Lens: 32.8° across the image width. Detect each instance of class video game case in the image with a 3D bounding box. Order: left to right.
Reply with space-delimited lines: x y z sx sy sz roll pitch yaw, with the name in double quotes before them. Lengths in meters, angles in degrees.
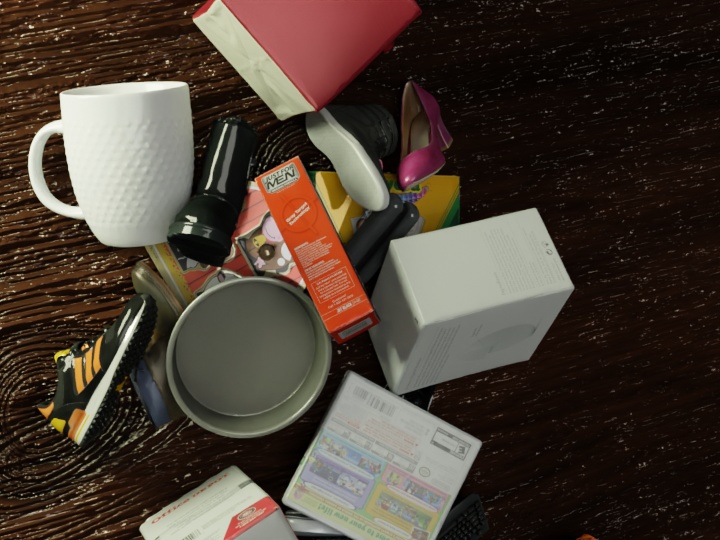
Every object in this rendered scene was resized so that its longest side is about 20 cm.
"video game case" 0.028 0.251 1.528 0.199 0.022 0.183 29 83 -12

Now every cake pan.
"cake pan" -0.134 0.100 1.455 0.198 0.037 0.202 -5 107 -15

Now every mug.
"mug" -0.290 -0.122 1.420 0.198 0.148 0.177 -1 104 9

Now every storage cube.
"storage cube" -0.067 -0.304 1.462 0.180 0.171 0.200 -44 105 -11

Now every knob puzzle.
"knob puzzle" -0.143 -0.020 1.488 0.217 0.030 0.222 0 92 -3

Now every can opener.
"can opener" 0.000 0.000 1.490 0.053 0.067 0.200 28 114 -29

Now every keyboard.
"keyboard" 0.095 0.391 1.604 0.199 0.021 0.128 -35 129 -24

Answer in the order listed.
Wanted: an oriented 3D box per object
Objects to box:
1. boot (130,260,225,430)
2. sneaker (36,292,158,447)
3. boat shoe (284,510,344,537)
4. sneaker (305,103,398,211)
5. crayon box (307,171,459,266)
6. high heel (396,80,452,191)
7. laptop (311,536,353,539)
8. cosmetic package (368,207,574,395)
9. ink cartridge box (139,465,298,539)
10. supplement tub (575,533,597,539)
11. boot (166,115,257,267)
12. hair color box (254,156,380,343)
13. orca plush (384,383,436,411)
"boot" -0.246 0.094 1.470 0.097 0.075 0.201 -32 104 -18
"sneaker" -0.313 0.104 1.429 0.090 0.070 0.201 29 102 8
"boat shoe" -0.009 0.307 1.570 0.198 0.070 0.067 2 74 -16
"sneaker" 0.015 -0.148 1.501 0.098 0.200 0.071 -10 132 -25
"crayon box" 0.026 -0.065 1.564 0.198 0.058 0.120 0 93 -18
"high heel" 0.065 -0.169 1.516 0.096 0.067 0.200 56 31 -13
"laptop" -0.031 0.436 1.527 0.198 0.103 0.179 3 107 -19
"cosmetic package" 0.126 0.041 1.516 0.198 0.200 0.124 -14 64 -19
"ink cartridge box" -0.166 0.322 1.445 0.144 0.200 0.084 -31 106 -15
"supplement tub" 0.255 0.452 1.635 0.199 0.122 0.123 -34 103 -14
"boot" -0.161 -0.096 1.388 0.073 0.198 0.164 15 82 -2
"hair color box" -0.048 -0.022 1.420 0.061 0.102 0.201 -27 79 0
"orca plush" 0.077 0.171 1.586 0.200 0.071 0.105 -45 105 -12
